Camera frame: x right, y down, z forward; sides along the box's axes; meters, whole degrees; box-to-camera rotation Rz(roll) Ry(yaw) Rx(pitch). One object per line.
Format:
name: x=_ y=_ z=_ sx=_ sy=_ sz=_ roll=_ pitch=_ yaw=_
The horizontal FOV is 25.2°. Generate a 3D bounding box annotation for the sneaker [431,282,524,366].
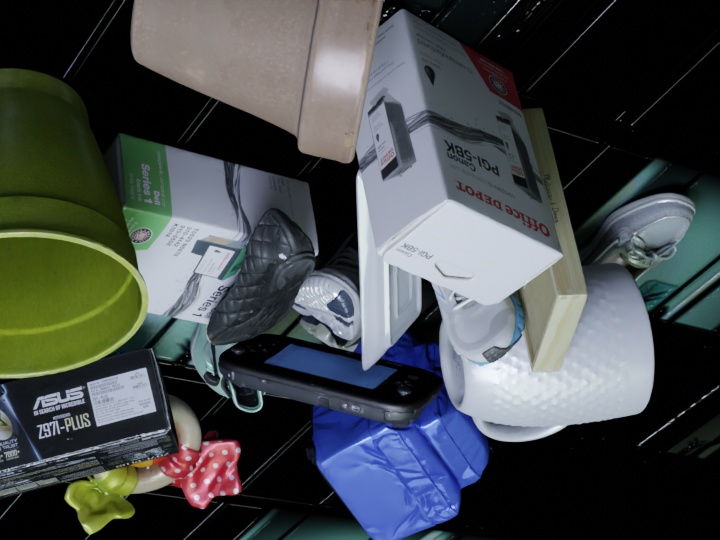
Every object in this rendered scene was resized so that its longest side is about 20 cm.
sneaker: x=0.087 y=-0.001 z=1.459 sx=0.075 sy=0.201 sz=0.087 roll=-30 pitch=134 yaw=12

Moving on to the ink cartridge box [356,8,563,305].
ink cartridge box: x=0.072 y=-0.091 z=1.309 sx=0.146 sy=0.201 sz=0.083 roll=22 pitch=134 yaw=-40

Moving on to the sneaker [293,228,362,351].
sneaker: x=0.000 y=0.000 z=1.501 sx=0.079 sy=0.130 sz=0.199 roll=31 pitch=169 yaw=14

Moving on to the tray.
tray: x=0.030 y=-0.018 z=1.431 sx=0.022 sy=0.107 sz=0.201 roll=12 pitch=122 yaw=24

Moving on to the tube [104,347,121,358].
tube: x=-0.269 y=0.077 z=1.608 sx=0.077 sy=0.051 sz=0.200 roll=1 pitch=151 yaw=-18

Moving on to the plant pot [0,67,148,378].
plant pot: x=-0.277 y=-0.049 z=1.279 sx=0.199 sy=0.194 sz=0.201 roll=-8 pitch=147 yaw=-5

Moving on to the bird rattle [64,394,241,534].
bird rattle: x=-0.229 y=0.205 z=1.764 sx=0.198 sy=0.113 sz=0.164 roll=-9 pitch=130 yaw=-9

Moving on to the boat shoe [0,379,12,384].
boat shoe: x=-0.364 y=0.080 z=1.545 sx=0.068 sy=0.085 sz=0.200 roll=1 pitch=144 yaw=-37

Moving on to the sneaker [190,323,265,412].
sneaker: x=-0.130 y=0.106 z=1.620 sx=0.073 sy=0.119 sz=0.201 roll=-8 pitch=148 yaw=-7

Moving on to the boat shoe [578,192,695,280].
boat shoe: x=0.260 y=-0.006 z=1.612 sx=0.074 sy=0.065 sz=0.202 roll=19 pitch=136 yaw=-37

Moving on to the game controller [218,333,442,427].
game controller: x=-0.027 y=0.095 z=1.468 sx=0.199 sy=0.104 sz=0.042 roll=13 pitch=117 yaw=20

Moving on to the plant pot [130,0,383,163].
plant pot: x=-0.070 y=-0.190 z=1.158 sx=0.173 sy=0.201 sz=0.201 roll=11 pitch=144 yaw=-2

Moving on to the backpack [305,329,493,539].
backpack: x=0.041 y=0.154 z=1.662 sx=0.167 sy=0.201 sz=0.163 roll=-22 pitch=123 yaw=9

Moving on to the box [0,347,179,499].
box: x=-0.289 y=0.156 z=1.612 sx=0.199 sy=0.087 sz=0.164 roll=-14 pitch=166 yaw=-6

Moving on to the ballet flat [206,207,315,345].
ballet flat: x=-0.090 y=0.012 z=1.416 sx=0.066 sy=0.057 sz=0.200 roll=-13 pitch=158 yaw=-32

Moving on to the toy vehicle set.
toy vehicle set: x=0.157 y=-0.027 z=1.430 sx=0.026 sy=0.201 sz=0.125 roll=-3 pitch=147 yaw=-9

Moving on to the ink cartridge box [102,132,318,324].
ink cartridge box: x=-0.157 y=-0.030 z=1.441 sx=0.199 sy=0.085 sz=0.146 roll=13 pitch=140 yaw=-32

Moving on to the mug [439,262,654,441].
mug: x=0.168 y=0.094 z=1.544 sx=0.174 sy=0.148 sz=0.201 roll=-7 pitch=137 yaw=-12
